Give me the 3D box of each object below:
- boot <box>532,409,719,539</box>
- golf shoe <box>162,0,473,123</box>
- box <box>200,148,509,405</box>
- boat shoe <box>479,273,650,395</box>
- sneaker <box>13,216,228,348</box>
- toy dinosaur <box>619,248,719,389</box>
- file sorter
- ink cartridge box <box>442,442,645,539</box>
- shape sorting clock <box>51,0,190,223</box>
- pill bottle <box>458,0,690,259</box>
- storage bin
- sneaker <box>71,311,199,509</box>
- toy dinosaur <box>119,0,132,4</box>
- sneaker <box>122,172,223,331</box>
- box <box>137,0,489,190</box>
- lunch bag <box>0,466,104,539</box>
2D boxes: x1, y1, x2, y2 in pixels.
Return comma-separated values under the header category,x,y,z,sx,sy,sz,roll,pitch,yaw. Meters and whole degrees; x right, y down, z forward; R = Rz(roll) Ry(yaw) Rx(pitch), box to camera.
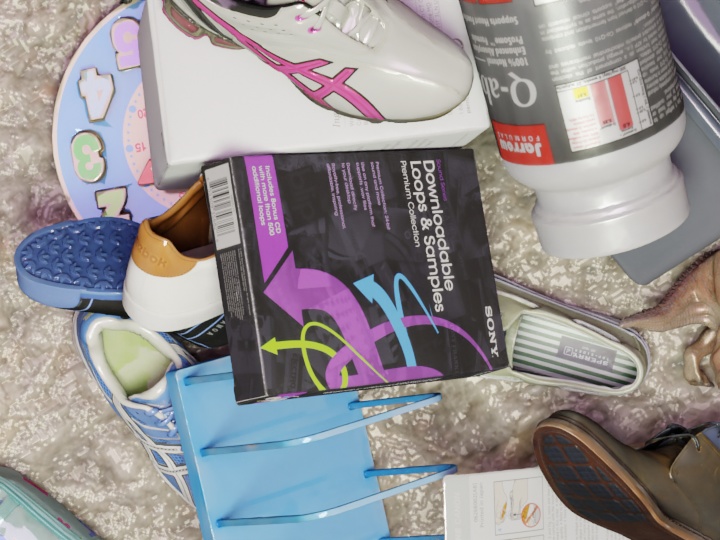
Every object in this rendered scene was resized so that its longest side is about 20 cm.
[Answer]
category,x,y,z,sx,sy,sz,roll,pitch,yaw
boot,0.183,0.121,1.656,0.200,0.074,0.097,45,59,-35
golf shoe,-0.026,-0.141,1.518,0.199,0.092,0.073,21,79,-5
box,0.000,0.000,1.597,0.199,0.036,0.144,-5,83,-42
boat shoe,0.094,0.038,1.716,0.198,0.062,0.073,11,93,1
sneaker,-0.121,0.014,1.672,0.198,0.070,0.078,0,136,-10
toy dinosaur,0.271,0.013,1.706,0.198,0.086,0.137,5,89,9
file sorter,-0.014,0.142,1.665,0.138,0.122,0.202,-15,93,-38
ink cartridge box,0.129,0.200,1.687,0.199,0.050,0.164,-3,93,-28
shape sorting clock,-0.103,-0.089,1.725,0.198,0.039,0.202,0,93,0
pill bottle,0.128,-0.117,1.557,0.115,0.116,0.201,-16,108,1
storage bin,0.187,-0.100,1.684,0.134,0.146,0.200,-38,92,30
sneaker,-0.119,0.098,1.715,0.076,0.077,0.200,-44,92,1
toy dinosaur,-0.153,-0.229,1.707,0.199,0.047,0.088,32,64,-2
sneaker,-0.053,-0.031,1.615,0.199,0.085,0.073,-26,53,-32
box,-0.033,-0.120,1.638,0.198,0.152,0.107,-6,87,-8
lunch bag,-0.254,0.237,1.723,0.160,0.077,0.200,40,93,-1
